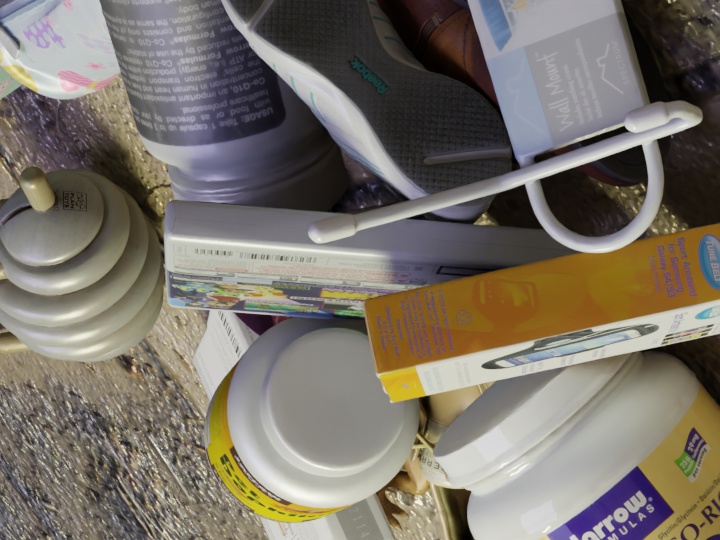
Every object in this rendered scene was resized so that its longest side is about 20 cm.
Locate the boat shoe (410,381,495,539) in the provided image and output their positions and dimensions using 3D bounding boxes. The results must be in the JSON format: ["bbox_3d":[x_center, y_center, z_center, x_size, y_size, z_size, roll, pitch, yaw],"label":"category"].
[{"bbox_3d":[0.064,0.103,1.343,0.074,0.066,0.201,21,141,45],"label":"boat shoe"}]

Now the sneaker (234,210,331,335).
[{"bbox_3d":[-0.052,-0.027,1.382,0.090,0.075,0.201,28,148,47],"label":"sneaker"}]

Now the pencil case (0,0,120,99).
[{"bbox_3d":[-0.152,-0.162,1.346,0.090,0.084,0.200,12,166,-25],"label":"pencil case"}]

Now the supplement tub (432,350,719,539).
[{"bbox_3d":[0.147,0.134,1.201,0.200,0.145,0.145,50,154,-5],"label":"supplement tub"}]

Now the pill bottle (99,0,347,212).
[{"bbox_3d":[-0.074,-0.124,1.214,0.113,0.113,0.201,17,129,48],"label":"pill bottle"}]

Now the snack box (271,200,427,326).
[{"bbox_3d":[-0.003,0.001,1.313,0.200,0.071,0.024,122,135,-72],"label":"snack box"}]

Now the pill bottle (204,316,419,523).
[{"bbox_3d":[-0.028,0.086,1.325,0.109,0.109,0.200,49,166,2],"label":"pill bottle"}]

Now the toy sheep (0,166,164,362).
[{"bbox_3d":[-0.202,-0.005,1.584,0.138,0.138,0.200,36,163,26],"label":"toy sheep"}]

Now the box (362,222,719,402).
[{"bbox_3d":[0.104,0.018,1.079,0.119,0.199,0.042,70,-174,-80],"label":"box"}]

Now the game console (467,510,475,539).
[{"bbox_3d":[0.140,0.222,1.287,0.200,0.031,0.177,36,-152,-32],"label":"game console"}]

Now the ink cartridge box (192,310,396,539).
[{"bbox_3d":[-0.048,0.116,1.531,0.201,0.045,0.176,65,165,12],"label":"ink cartridge box"}]

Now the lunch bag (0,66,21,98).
[{"bbox_3d":[-0.315,-0.183,1.479,0.200,0.170,0.122,47,146,5],"label":"lunch bag"}]

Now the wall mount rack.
[{"bbox_3d":[0.050,-0.097,1.008,0.173,0.074,0.201,-19,83,21],"label":"wall mount rack"}]

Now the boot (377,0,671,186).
[{"bbox_3d":[0.062,-0.078,1.144,0.188,0.068,0.200,43,154,12],"label":"boot"}]

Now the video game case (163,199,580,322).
[{"bbox_3d":[0.000,0.000,1.172,0.199,0.023,0.182,4,168,-4],"label":"video game case"}]

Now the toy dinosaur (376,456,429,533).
[{"bbox_3d":[0.034,0.107,1.468,0.200,0.060,0.106,42,131,2],"label":"toy dinosaur"}]

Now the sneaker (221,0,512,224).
[{"bbox_3d":[-0.008,-0.096,1.118,0.201,0.070,0.080,51,166,11],"label":"sneaker"}]
